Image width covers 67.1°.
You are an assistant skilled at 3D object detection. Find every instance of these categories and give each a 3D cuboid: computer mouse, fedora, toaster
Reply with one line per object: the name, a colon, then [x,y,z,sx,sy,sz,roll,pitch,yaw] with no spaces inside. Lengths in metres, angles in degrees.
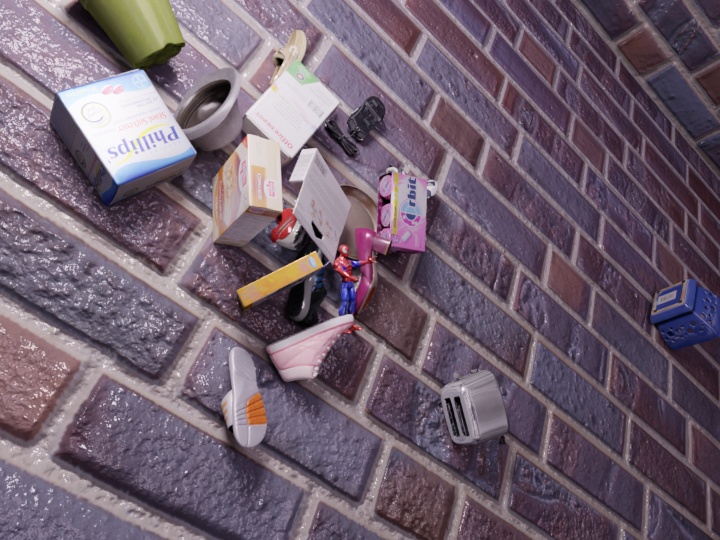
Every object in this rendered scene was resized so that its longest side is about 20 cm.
computer mouse: [-0.022,-0.418,1.483,0.140,0.046,0.201,41,65,-22]
fedora: [-0.315,-0.336,1.180,0.090,0.175,0.202,53,35,-47]
toaster: [0.287,0.355,1.368,0.128,0.113,0.202,-6,78,-34]

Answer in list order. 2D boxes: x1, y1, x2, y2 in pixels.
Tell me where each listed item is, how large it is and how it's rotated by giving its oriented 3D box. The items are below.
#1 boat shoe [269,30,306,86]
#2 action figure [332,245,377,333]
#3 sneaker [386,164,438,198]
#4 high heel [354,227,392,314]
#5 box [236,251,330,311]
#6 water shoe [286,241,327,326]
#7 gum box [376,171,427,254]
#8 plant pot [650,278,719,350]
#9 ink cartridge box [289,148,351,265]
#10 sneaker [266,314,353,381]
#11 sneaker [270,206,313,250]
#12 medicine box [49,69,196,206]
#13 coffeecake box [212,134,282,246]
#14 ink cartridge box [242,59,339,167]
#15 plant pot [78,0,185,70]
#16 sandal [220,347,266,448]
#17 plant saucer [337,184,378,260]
boat shoe: [-0.188,-0.542,1.391,0.064,0.072,0.202,21,67,-30]
action figure: [-0.010,0.039,1.247,0.065,0.098,0.203,-9,91,-52]
sneaker: [0.128,-0.244,1.500,0.198,0.079,0.131,-32,101,-30]
high heel: [0.000,0.000,1.318,0.095,0.067,0.202,21,85,13]
box: [-0.158,0.018,1.117,0.199,0.119,0.042,-29,89,-15]
water shoe: [-0.114,0.029,1.237,0.079,0.071,0.202,41,54,-44]
gum box: [0.105,-0.138,1.388,0.112,0.066,0.203,7,81,-32]
plant pot: [1.253,0.161,2.108,0.180,0.200,0.201,41,53,-7]
ink cartridge box: [-0.096,-0.138,1.214,0.200,0.044,0.178,55,44,-50]
sneaker: [-0.093,0.171,1.162,0.198,0.075,0.106,-22,88,-18]
sneaker: [-0.153,-0.131,1.257,0.084,0.078,0.201,11,43,10]
medicine box: [-0.459,-0.259,1.059,0.182,0.103,0.201,-37,95,-39]
coffeecake box: [-0.237,-0.158,1.119,0.072,0.199,0.155,7,68,-34]
ink cartridge box: [-0.170,-0.372,1.296,0.145,0.087,0.201,42,68,-15]
plant pot: [-0.465,-0.530,1.125,0.200,0.199,0.191,-41,111,-39]
sandal: [-0.235,0.252,1.061,0.079,0.059,0.208,29,35,-44]
plant saucer: [-0.023,-0.118,1.372,0.198,0.032,0.203,14,65,-31]
